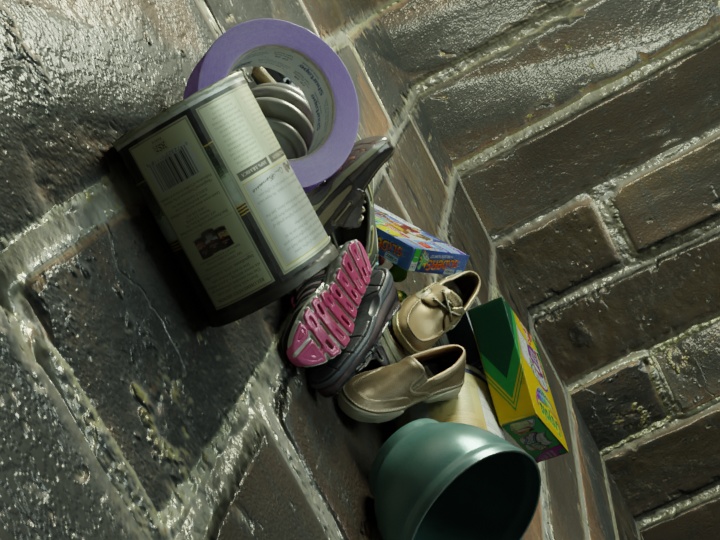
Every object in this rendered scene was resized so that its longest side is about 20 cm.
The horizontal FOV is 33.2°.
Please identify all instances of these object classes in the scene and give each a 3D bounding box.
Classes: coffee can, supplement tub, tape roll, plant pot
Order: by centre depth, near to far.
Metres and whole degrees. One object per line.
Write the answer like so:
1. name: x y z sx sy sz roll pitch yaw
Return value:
1. coffee can: -0.129 -0.069 1.172 0.202 0.145 0.146 62 13 -8
2. tape roll: -0.103 -0.183 1.394 0.202 0.198 0.065 64 -28 0
3. plant pot: 0.093 0.256 1.396 0.134 0.200 0.201 38 -8 43
4. supplement tub: 0.120 0.233 1.591 0.145 0.143 0.201 55 16 -32

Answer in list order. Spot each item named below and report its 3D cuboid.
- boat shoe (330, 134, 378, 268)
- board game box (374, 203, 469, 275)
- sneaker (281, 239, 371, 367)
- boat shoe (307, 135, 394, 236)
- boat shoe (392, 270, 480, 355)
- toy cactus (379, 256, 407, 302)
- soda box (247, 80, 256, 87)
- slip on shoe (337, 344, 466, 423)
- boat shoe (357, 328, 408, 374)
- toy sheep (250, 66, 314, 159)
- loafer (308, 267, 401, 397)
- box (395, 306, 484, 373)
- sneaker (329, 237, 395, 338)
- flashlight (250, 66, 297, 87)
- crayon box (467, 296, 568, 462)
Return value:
1. boat shoe: -0.016 -0.097 1.526 0.060 0.071 0.205 28 51 -84
2. board game box: 0.041 -0.051 1.723 0.199 0.035 0.134 31 16 37
3. sneaker: -0.054 0.046 1.427 0.074 0.087 0.201 53 39 -25
4. boat shoe: -0.032 -0.083 1.468 0.074 0.200 0.074 50 -6 -23
5. boat shoe: 0.104 0.048 1.625 0.072 0.064 0.200 54 33 -4
6. toy cactus: -0.003 0.011 1.697 0.164 0.102 0.202 33 30 -29
7. soda box: -0.097 -0.173 1.669 0.202 0.067 0.064 68 14 18
8. slip on shoe: 0.056 0.136 1.504 0.198 0.061 0.076 -6 39 -37
9. boat shoe: 0.000 0.097 1.546 0.201 0.071 0.065 52 51 -30
10. toy sheep: -0.111 -0.168 1.492 0.139 0.136 0.201 56 29 -29
11. loafer: 0.003 0.083 1.450 0.063 0.071 0.201 55 42 -27
12. box: 0.134 0.146 1.798 0.200 0.147 0.108 43 24 -57
13. sneaker: 0.000 0.000 1.595 0.202 0.086 0.077 58 -28 -4
14. flashlight: -0.069 -0.196 1.599 0.201 0.068 0.068 51 -20 4
15. crayon box: 0.222 0.156 1.679 0.200 0.058 0.175 46 26 -59
